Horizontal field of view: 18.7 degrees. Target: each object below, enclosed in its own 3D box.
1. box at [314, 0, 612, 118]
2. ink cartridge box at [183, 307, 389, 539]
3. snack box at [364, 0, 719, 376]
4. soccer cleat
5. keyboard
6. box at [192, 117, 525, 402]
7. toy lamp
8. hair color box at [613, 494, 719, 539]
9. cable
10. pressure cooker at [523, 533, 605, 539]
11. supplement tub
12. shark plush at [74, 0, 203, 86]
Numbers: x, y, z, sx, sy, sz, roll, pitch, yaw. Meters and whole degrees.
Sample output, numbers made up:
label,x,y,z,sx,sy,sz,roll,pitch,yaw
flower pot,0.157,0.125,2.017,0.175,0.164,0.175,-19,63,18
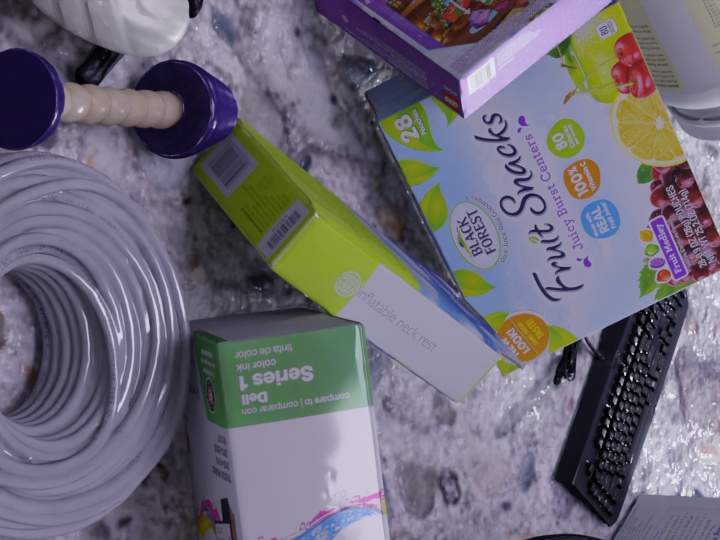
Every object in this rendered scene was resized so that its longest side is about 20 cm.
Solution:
label,x,y,z,sx,sy,sz,roll,pitch,yaw
box,0.087,-0.194,1.333,0.200,0.137,0.039,-39,146,-18
ink cartridge box,-0.042,0.127,1.201,0.084,0.145,0.201,-8,95,-14
snack box,0.120,-0.058,1.391,0.068,0.168,0.200,-109,173,-67
soccer cleat,-0.159,-0.185,1.122,0.200,0.077,0.069,44,66,-22
keyboard,0.181,0.068,1.554,0.127,0.021,0.200,43,57,-38
box,0.000,0.000,1.285,0.048,0.122,0.200,-48,130,6
toy lamp,-0.127,-0.089,1.170,0.200,0.058,0.058,-5,92,-66
hair color box,0.264,0.215,1.502,0.109,0.200,0.065,-52,123,-36
cable,-0.177,0.040,1.126,0.200,0.069,0.200,54,50,-32
pressure cooker,0.141,0.270,1.390,0.176,0.178,0.201,54,49,-57
supplement tub,0.239,-0.206,1.539,0.145,0.145,0.200,-55,126,-34
shark plush,-0.091,-0.176,1.238,0.083,0.091,0.200,79,27,-56
